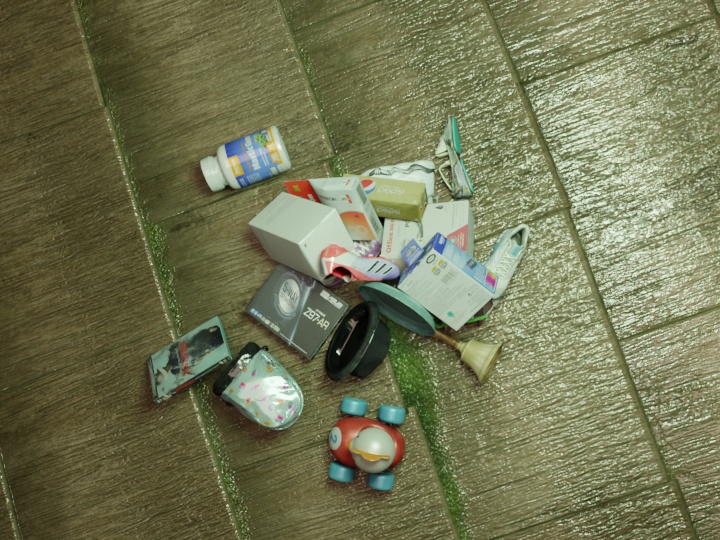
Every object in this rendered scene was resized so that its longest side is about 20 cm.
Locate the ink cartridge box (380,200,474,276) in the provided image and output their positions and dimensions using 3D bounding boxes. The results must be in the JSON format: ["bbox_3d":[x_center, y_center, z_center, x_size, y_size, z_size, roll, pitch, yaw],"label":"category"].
[{"bbox_3d":[0.153,-0.071,1.563,0.199,0.083,0.147,-4,58,19],"label":"ink cartridge box"}]

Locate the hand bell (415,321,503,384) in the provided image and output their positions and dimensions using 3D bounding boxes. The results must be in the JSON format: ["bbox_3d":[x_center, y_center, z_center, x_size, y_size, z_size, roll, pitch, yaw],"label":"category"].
[{"bbox_3d":[0.216,0.168,1.588,0.199,0.104,0.104,28,86,20],"label":"hand bell"}]

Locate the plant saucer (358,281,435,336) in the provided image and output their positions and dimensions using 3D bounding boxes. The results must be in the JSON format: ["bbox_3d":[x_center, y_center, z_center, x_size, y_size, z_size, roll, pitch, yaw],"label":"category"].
[{"bbox_3d":[0.086,0.081,1.540,0.200,0.200,0.027,31,76,7],"label":"plant saucer"}]

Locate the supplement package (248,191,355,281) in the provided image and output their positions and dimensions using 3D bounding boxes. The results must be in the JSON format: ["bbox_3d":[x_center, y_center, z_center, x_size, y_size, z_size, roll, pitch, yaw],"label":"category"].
[{"bbox_3d":[-0.133,-0.079,1.552,0.121,0.120,0.200,-45,40,-20],"label":"supplement package"}]

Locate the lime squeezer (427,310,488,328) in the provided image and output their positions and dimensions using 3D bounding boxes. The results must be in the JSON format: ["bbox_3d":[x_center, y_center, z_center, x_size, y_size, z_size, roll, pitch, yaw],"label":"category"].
[{"bbox_3d":[0.191,0.101,1.576,0.199,0.038,0.071,20,80,25],"label":"lime squeezer"}]

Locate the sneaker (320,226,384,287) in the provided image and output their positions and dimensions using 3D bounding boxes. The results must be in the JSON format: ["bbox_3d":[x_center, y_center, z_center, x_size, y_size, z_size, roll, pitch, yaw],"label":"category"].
[{"bbox_3d":[-0.015,-0.036,1.603,0.073,0.114,0.200,44,87,9],"label":"sneaker"}]

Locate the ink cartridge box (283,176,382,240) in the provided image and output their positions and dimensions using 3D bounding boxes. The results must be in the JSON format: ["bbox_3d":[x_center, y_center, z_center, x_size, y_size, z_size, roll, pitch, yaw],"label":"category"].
[{"bbox_3d":[-0.069,-0.138,1.564,0.199,0.163,0.050,-1,49,28],"label":"ink cartridge box"}]

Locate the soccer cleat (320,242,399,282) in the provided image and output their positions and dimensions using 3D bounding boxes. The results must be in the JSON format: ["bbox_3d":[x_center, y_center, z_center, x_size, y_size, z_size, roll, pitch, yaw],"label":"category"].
[{"bbox_3d":[0.000,0.000,1.488,0.199,0.067,0.077,18,56,-32],"label":"soccer cleat"}]

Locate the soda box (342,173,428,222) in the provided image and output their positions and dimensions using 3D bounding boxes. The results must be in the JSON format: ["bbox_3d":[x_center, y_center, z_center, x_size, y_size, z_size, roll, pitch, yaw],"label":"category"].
[{"bbox_3d":[0.049,-0.166,1.562,0.199,0.064,0.068,9,58,21],"label":"soda box"}]

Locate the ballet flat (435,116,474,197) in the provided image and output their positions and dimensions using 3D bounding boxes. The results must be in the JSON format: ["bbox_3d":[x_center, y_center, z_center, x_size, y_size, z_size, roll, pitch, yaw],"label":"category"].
[{"bbox_3d":[0.215,-0.267,1.638,0.072,0.072,0.201,-13,81,3],"label":"ballet flat"}]

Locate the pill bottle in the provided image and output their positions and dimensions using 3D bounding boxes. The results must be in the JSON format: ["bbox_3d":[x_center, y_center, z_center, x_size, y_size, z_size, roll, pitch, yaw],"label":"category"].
[{"bbox_3d":[-0.276,-0.262,1.650,0.199,0.112,0.113,-21,82,1],"label":"pill bottle"}]

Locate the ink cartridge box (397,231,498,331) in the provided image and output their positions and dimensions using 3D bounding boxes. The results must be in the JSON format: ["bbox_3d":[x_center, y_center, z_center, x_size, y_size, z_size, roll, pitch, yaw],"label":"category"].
[{"bbox_3d":[0.174,0.015,1.469,0.200,0.076,0.137,35,126,-8],"label":"ink cartridge box"}]

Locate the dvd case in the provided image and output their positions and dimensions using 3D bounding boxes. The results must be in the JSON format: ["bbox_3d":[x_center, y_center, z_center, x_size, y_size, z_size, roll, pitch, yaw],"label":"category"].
[{"bbox_3d":[-0.402,0.207,1.607,0.199,0.022,0.146,-32,42,2],"label":"dvd case"}]

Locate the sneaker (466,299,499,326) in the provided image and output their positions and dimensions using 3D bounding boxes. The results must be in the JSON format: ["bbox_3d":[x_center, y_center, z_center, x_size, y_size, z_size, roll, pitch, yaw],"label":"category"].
[{"bbox_3d":[0.212,0.062,1.595,0.199,0.076,0.116,30,90,7],"label":"sneaker"}]

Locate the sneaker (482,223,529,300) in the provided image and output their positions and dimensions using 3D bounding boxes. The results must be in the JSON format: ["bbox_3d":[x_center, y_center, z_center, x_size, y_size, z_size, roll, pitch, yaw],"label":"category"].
[{"bbox_3d":[0.329,-0.027,1.559,0.075,0.087,0.201,28,67,-3],"label":"sneaker"}]

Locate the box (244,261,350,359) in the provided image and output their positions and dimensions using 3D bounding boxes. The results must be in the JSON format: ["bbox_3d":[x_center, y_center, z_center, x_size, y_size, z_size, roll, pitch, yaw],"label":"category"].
[{"bbox_3d":[-0.149,0.090,1.632,0.200,0.044,0.161,37,88,8],"label":"box"}]

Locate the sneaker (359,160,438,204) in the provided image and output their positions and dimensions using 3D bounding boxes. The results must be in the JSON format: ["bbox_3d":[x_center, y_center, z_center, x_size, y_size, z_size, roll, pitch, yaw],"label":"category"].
[{"bbox_3d":[0.087,-0.189,1.632,0.199,0.075,0.116,-11,80,0],"label":"sneaker"}]

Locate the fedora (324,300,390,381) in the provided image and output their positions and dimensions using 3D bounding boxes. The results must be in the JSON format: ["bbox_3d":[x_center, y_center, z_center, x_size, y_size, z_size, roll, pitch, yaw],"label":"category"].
[{"bbox_3d":[0.006,0.173,1.572,0.091,0.200,0.201,30,86,-23],"label":"fedora"}]

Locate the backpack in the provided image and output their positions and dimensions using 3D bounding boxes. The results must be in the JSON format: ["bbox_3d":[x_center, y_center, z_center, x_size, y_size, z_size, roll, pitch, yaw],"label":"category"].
[{"bbox_3d":[-0.224,0.281,1.575,0.200,0.127,0.167,39,84,5],"label":"backpack"}]

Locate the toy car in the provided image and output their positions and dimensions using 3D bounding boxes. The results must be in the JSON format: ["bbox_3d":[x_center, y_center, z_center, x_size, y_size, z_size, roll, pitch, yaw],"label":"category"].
[{"bbox_3d":[0.010,0.387,1.506,0.176,0.200,0.185,10,84,6],"label":"toy car"}]
